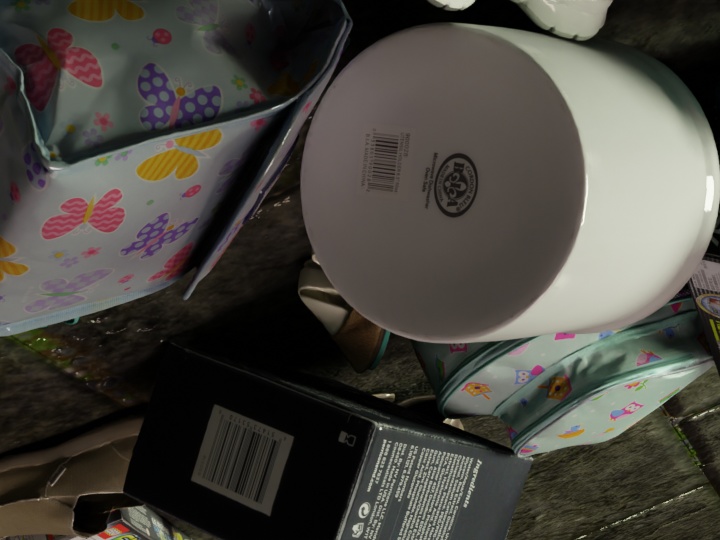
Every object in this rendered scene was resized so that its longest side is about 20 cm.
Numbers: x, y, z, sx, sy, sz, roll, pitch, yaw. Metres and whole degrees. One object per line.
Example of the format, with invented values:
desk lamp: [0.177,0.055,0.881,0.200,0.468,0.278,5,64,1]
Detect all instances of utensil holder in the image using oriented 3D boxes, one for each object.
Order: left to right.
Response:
utensil holder: [0.084,-0.045,0.961,0.170,0.170,0.200,-31,168,24]

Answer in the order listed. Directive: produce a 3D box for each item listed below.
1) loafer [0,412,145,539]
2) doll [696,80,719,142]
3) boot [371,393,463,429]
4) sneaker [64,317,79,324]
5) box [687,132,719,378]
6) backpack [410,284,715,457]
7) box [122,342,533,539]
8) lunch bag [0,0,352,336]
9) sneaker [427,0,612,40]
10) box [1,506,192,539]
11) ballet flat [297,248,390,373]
loafer: [-0.226,0.170,1.347,0.199,0.069,0.076,-24,154,10]
doll: [0.198,-0.084,1.157,0.137,0.048,0.200,-52,146,16]
boot: [-0.012,0.157,1.489,0.199,0.070,0.146,-14,148,-14]
sneaker: [-0.168,-0.005,1.026,0.199,0.080,0.078,-12,154,-17]
box: [0.264,-0.031,1.169,0.044,0.161,0.200,13,159,25]
backpack: [0.137,0.042,1.253,0.199,0.154,0.176,1,153,-32]
box: [-0.022,0.143,1.268,0.196,0.118,0.200,18,-179,39]
lunch bag: [-0.107,-0.063,0.904,0.199,0.127,0.170,-17,158,-35]
sneaker: [0.071,-0.174,0.886,0.200,0.075,0.087,0,138,-48]
box: [-0.219,0.239,1.530,0.110,0.035,0.200,-22,155,6]
ballet flat: [0.000,0.000,1.184,0.072,0.068,0.200,10,147,-11]
